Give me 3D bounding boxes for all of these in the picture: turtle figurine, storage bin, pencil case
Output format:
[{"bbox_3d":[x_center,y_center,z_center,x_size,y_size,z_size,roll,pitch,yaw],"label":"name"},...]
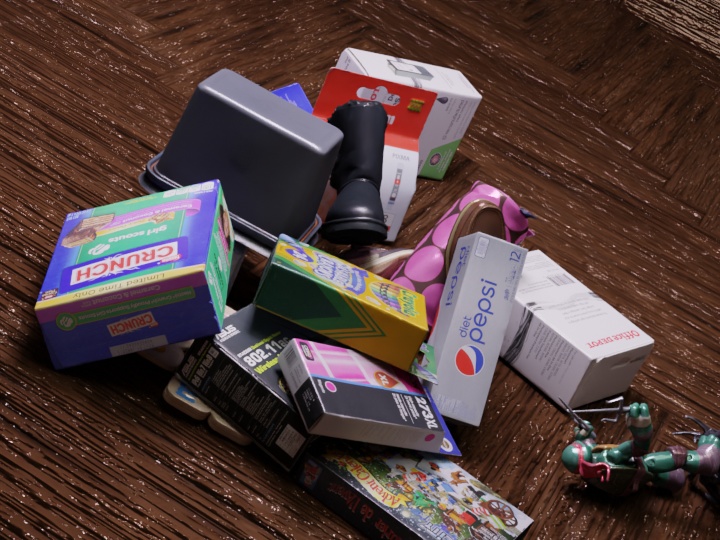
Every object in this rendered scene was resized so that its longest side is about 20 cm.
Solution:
[{"bbox_3d":[0.283,0.197,1.599,0.200,0.101,0.150,14,-12,-25],"label":"turtle figurine"},{"bbox_3d":[-0.115,-0.124,1.614,0.200,0.135,0.146,30,26,5],"label":"storage bin"},{"bbox_3d":[0.113,-0.008,1.729,0.094,0.200,0.091,49,-11,-25],"label":"pencil case"}]

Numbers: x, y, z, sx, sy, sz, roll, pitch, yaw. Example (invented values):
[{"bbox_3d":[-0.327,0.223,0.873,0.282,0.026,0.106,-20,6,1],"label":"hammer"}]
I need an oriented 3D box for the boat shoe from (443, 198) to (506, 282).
[{"bbox_3d":[0.133,0.021,1.658,0.072,0.201,0.068,8,7,-23],"label":"boat shoe"}]

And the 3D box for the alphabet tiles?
[{"bbox_3d":[-0.132,0.102,1.492,0.195,0.015,0.200,30,26,-5],"label":"alphabet tiles"}]

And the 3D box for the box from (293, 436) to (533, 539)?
[{"bbox_3d":[0.053,0.221,1.416,0.200,0.038,0.137,34,28,17],"label":"box"}]

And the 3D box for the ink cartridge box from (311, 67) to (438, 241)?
[{"bbox_3d":[0.004,-0.141,1.847,0.162,0.200,0.050,10,28,-28],"label":"ink cartridge box"}]

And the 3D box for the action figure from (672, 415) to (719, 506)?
[{"bbox_3d":[0.446,0.235,1.653,0.102,0.119,0.200,-19,59,-42],"label":"action figure"}]

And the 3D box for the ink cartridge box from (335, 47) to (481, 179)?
[{"bbox_3d":[0.049,-0.221,2.093,0.200,0.146,0.084,6,33,-33],"label":"ink cartridge box"}]

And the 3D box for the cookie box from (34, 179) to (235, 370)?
[{"bbox_3d":[-0.217,0.000,1.454,0.171,0.075,0.200,-13,29,5],"label":"cookie box"}]

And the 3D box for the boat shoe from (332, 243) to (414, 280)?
[{"bbox_3d":[0.000,0.000,1.737,0.065,0.072,0.200,38,32,23],"label":"boat shoe"}]

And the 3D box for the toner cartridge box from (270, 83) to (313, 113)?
[{"bbox_3d":[-0.096,-0.171,1.945,0.095,0.043,0.200,-20,39,-5],"label":"toner cartridge box"}]

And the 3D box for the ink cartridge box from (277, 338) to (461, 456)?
[{"bbox_3d":[0.017,0.125,1.429,0.200,0.037,0.095,16,35,-40],"label":"ink cartridge box"}]

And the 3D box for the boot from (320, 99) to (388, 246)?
[{"bbox_3d":[-0.006,-0.117,1.714,0.076,0.169,0.200,2,-2,-2],"label":"boot"}]

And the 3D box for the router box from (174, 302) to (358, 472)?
[{"bbox_3d":[-0.069,0.101,1.475,0.150,0.062,0.200,38,26,12],"label":"router box"}]

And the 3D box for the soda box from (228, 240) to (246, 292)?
[{"bbox_3d":[-0.155,-0.050,1.683,0.068,0.064,0.200,23,27,-4],"label":"soda box"}]

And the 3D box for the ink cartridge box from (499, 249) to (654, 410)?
[{"bbox_3d":[0.233,0.070,1.792,0.146,0.084,0.200,-10,43,-48],"label":"ink cartridge box"}]

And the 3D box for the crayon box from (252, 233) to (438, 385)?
[{"bbox_3d":[-0.004,0.036,1.488,0.200,0.052,0.126,24,13,-6],"label":"crayon box"}]

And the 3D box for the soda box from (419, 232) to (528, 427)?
[{"bbox_3d":[0.115,0.064,1.579,0.063,0.201,0.068,19,-9,-12],"label":"soda box"}]
